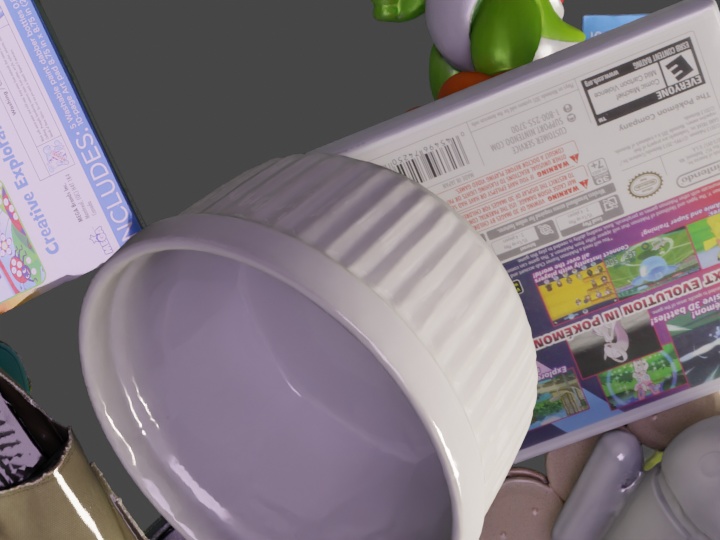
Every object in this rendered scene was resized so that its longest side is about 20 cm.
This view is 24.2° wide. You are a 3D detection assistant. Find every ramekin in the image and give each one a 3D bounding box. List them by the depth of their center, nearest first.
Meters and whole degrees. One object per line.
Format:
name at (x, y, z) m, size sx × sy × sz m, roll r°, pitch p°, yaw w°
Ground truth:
ramekin at (-0.016, 0.044, 0.740) m, size 0.201 × 0.200 × 0.105 m, roll 49°, pitch 49°, yaw -6°

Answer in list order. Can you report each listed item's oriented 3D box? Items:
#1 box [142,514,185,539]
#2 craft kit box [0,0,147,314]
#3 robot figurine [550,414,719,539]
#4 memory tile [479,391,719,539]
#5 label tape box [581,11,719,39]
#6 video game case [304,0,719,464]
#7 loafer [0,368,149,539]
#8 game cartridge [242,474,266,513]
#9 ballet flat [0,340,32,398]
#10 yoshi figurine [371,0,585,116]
box at (-0.052, 0.215, 0.884) m, size 0.157 × 0.051 × 0.200 m, roll -42°, pitch 95°, yaw 2°
craft kit box at (-0.235, -0.061, 0.851) m, size 0.196 × 0.049 × 0.202 m, roll -25°, pitch 96°, yaw -3°
robot figurine at (0.168, 0.151, 0.801) m, size 0.169 × 0.113 × 0.201 m, roll 37°, pitch 113°, yaw 14°
memory tile at (0.106, 0.041, 0.829) m, size 0.199 × 0.017 × 0.154 m, roll -38°, pitch 103°, yaw 13°
label tape box at (0.187, -0.033, 0.868) m, size 0.141 × 0.066 × 0.203 m, roll -1°, pitch 98°, yaw -2°
video game case at (0.097, -0.008, 0.780) m, size 0.198 × 0.023 × 0.184 m, roll -21°, pitch 112°, yaw 10°
loafer at (-0.158, 0.115, 0.805) m, size 0.200 × 0.070 × 0.075 m, roll 48°, pitch 64°, yaw -3°
game cartridge at (0.026, 0.157, 0.855) m, size 0.200 × 0.040 × 0.133 m, roll 48°, pitch 48°, yaw -6°
ballet flat at (-0.204, 0.136, 0.855) m, size 0.075 × 0.064 × 0.203 m, roll 9°, pitch 71°, yaw -31°
yoshi figurine at (0.047, -0.160, 0.824) m, size 0.111 × 0.112 × 0.203 m, roll 1°, pitch 75°, yaw 22°
